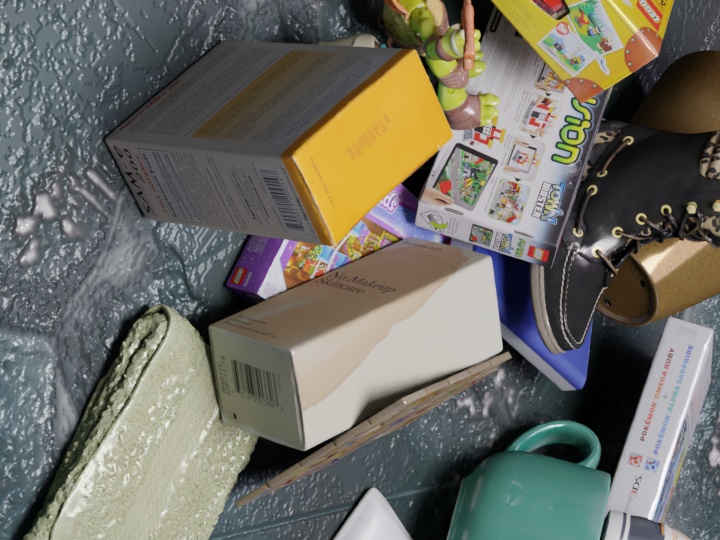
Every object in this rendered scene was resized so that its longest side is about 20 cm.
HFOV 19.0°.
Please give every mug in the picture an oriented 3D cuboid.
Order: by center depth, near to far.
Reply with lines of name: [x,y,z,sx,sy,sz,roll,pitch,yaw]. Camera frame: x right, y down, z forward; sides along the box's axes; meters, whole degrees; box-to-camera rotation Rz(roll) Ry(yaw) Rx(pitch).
mug: [0.128,0.215,1.727,0.185,0.114,0.152,-65,168,-68]

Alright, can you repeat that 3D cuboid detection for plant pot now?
plant pot: [0.262,-0.049,1.764,0.200,0.186,0.187,-42,125,-29]

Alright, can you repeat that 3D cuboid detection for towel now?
towel: [-0.143,0.139,1.503,0.148,0.036,0.200,40,70,-43]

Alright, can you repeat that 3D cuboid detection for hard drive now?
hard drive: [0.133,-0.004,1.715,0.200,0.025,0.132,40,51,-49]

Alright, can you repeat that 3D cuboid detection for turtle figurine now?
turtle figurine: [0.051,-0.172,1.559,0.064,0.200,0.161,-32,137,1]

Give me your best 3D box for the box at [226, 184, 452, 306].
box: [0.000,0.000,1.614,0.200,0.039,0.137,39,71,-42]

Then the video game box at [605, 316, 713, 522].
video game box: [0.252,0.150,1.826,0.200,0.047,0.182,62,45,-73]

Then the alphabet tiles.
alphabet tiles: [0.019,0.112,1.578,0.200,0.167,0.008,-17,75,-58]

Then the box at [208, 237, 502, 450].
box: [-0.001,0.049,1.531,0.200,0.095,0.078,-25,117,-39]

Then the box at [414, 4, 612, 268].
box: [0.123,-0.106,1.635,0.035,0.110,0.200,99,12,-60]

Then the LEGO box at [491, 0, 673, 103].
LEGO box: [0.140,-0.248,1.590,0.200,0.077,0.149,47,35,-17]

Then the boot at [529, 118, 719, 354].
boot: [0.216,-0.030,1.629,0.073,0.150,0.200,53,47,-48]

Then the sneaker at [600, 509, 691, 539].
sneaker: [0.215,0.262,1.721,0.200,0.079,0.079,99,5,-60]

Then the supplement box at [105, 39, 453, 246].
supplement box: [-0.056,-0.087,1.424,0.126,0.200,0.074,-43,122,-29]

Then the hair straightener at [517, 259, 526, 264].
hair straightener: [0.150,-0.094,1.705,0.077,0.041,0.200,53,47,-46]

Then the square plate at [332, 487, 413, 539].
square plate: [0.007,0.307,1.695,0.200,0.028,0.198,-53,130,-22]

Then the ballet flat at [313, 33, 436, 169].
ballet flat: [0.006,-0.121,1.569,0.070,0.069,0.200,-67,161,-11]
